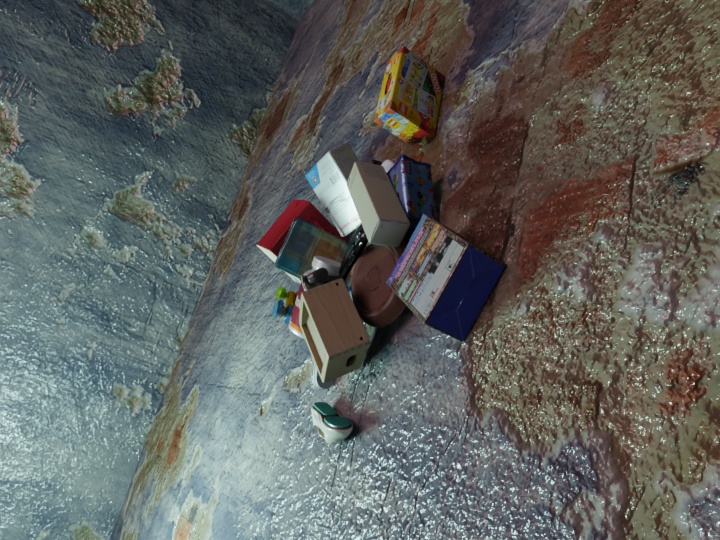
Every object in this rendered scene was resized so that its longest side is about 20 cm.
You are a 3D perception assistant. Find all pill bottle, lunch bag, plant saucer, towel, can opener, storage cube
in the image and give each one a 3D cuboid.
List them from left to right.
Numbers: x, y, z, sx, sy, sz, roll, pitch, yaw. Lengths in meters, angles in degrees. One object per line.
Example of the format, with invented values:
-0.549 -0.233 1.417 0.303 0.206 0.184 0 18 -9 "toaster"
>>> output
-0.174 -0.081 1.711 0.181 0.171 0.199 -50 23 -8 "storage cube"
-0.121 -0.038 1.596 0.022 0.195 0.150 -160 95 -87 "towel"
-0.111 0.072 1.537 0.113 0.110 0.206 37 111 65 "pill bottle"
-0.074 0.029 1.382 0.066 0.199 0.054 -32 76 22 "can opener"
0.039 0.020 1.286 0.198 0.034 0.207 -21 62 47 "plant saucer"
0.078 -0.144 1.358 0.198 0.092 0.155 -30 58 49 "lunch bag"

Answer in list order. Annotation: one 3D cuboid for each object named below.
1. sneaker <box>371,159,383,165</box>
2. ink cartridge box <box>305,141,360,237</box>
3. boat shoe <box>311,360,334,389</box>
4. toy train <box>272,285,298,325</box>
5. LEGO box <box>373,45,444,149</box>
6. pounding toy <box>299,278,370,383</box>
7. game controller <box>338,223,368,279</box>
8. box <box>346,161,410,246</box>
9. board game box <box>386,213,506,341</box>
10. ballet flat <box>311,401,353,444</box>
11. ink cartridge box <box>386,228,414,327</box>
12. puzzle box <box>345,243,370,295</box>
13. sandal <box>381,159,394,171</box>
0.019 -0.244 1.630 0.199 0.078 0.077 -39 35 47 "sneaker"
-0.041 -0.216 1.579 0.083 0.203 0.144 -34 3 -38 "ink cartridge box"
-0.086 0.193 1.474 0.086 0.073 0.209 -14 65 62 "boat shoe"
-0.203 0.079 1.745 0.085 0.114 0.203 -46 31 33 "toy train"
0.128 -0.441 1.499 0.077 0.146 0.206 -26 46 53 "LEGO box"
-0.052 0.128 1.324 0.202 0.138 0.188 104 144 -59 "pounding toy"
-0.002 -0.058 1.381 0.201 0.041 0.107 122 166 -55 "game controller"
0.035 -0.148 1.278 0.203 0.080 0.069 -108 33 -42 "box"
0.155 0.008 1.107 0.162 0.095 0.200 -61 25 10 "board game box"
-0.065 0.350 1.304 0.071 0.068 0.199 -67 20 -6 "ballet flat"
0.084 0.018 1.286 0.202 0.038 0.100 -55 42 24 "ink cartridge box"
0.000 0.000 1.466 0.200 0.025 0.136 -123 53 -70 "puzzle box"
0.104 -0.189 1.442 0.080 0.058 0.208 -51 49 21 "sandal"
